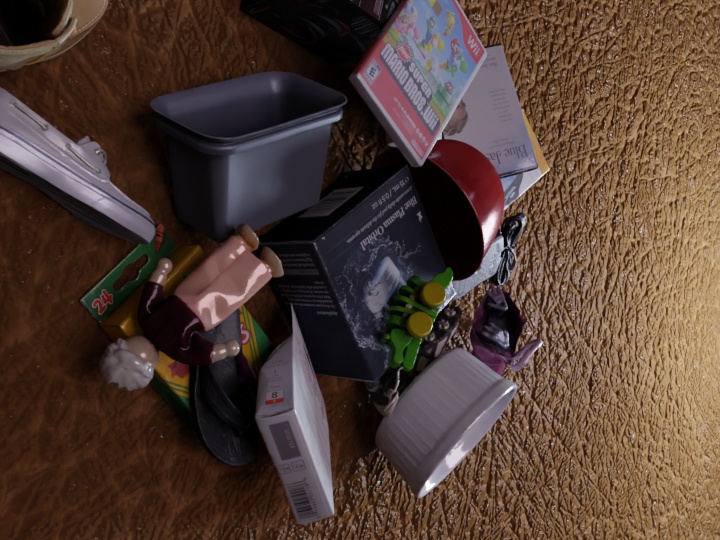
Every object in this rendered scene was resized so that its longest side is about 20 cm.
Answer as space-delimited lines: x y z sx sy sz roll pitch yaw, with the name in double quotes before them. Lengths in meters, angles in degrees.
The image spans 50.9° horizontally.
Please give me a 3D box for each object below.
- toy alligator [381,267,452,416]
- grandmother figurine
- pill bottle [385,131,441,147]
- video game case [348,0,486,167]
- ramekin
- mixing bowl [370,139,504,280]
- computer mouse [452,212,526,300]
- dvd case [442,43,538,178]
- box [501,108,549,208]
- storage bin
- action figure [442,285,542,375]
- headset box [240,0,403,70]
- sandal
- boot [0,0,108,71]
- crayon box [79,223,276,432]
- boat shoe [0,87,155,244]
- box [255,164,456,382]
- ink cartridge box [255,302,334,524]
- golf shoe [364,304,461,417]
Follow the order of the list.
"toy alligator" 0.052 0.072 0.900 0.054 0.059 0.201 27 68 2
"grandmother figurine" -0.167 0.044 0.745 0.200 0.121 0.061 -41 159 -19
"pill bottle" 0.072 -0.275 1.043 0.109 0.109 0.202 -1 90 -45
"video game case" 0.075 -0.245 0.905 0.143 0.017 0.201 48 60 -35
"ramekin" 0.111 0.200 1.027 0.200 0.098 0.201 -40 158 -20
"mixing bowl" 0.117 -0.099 1.013 0.108 0.199 0.201 -39 117 -28
"computer mouse" 0.173 -0.015 1.175 0.199 0.053 0.139 -23 135 -41
"dvd case" 0.176 -0.232 1.138 0.142 0.018 0.202 -16 88 -15
"box" 0.198 -0.148 1.186 0.200 0.041 0.119 -39 119 -13
"storage bin" -0.128 -0.128 0.837 0.199 0.145 0.135 -27 136 -42
"action figure" 0.205 0.123 1.147 0.134 0.149 0.201 -37 147 -30
"headset box" -0.020 -0.321 0.922 0.199 0.148 0.076 19 78 -44
"sandal" -0.141 0.113 0.795 0.075 0.048 0.202 -17 102 -44
"boot" -0.277 -0.225 0.656 0.200 0.155 0.073 -40 117 -38
"crayon box" -0.188 0.065 0.818 0.127 0.051 0.201 -52 123 -32
"boat shoe" -0.270 -0.098 0.719 0.200 0.073 0.067 37 67 -38
"box" 0.000 0.000 0.964 0.197 0.117 0.201 -42 119 -37
"ink cartridge box" -0.076 0.157 0.867 0.050 0.200 0.163 -15 120 0
"golf shoe" 0.077 0.123 1.084 0.200 0.077 0.089 -44 139 -32
